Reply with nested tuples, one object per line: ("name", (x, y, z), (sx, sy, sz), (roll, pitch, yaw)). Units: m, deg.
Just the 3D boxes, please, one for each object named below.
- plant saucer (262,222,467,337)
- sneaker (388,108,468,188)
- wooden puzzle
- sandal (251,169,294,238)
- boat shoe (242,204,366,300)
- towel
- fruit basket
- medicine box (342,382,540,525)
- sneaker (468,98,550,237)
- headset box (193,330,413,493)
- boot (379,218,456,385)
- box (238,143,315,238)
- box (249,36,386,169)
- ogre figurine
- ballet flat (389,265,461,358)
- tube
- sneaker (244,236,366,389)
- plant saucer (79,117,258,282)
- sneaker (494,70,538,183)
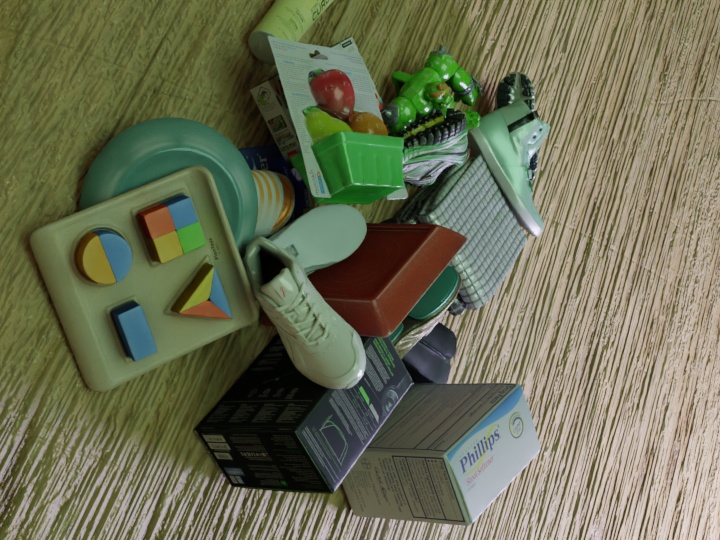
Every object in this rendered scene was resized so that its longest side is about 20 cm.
("plant saucer", (0.000, 0.000, 1.381), (0.200, 0.198, 0.037), (-49, 128, -38))
("sneaker", (0.060, -0.138, 1.511), (0.198, 0.078, 0.086), (-23, 122, -11))
("wooden puzzle", (-0.218, 0.011, 1.184), (0.198, 0.046, 0.187), (-23, 109, -17))
("sandal", (-0.144, -0.074, 1.291), (0.205, 0.059, 0.080), (-7, 92, -43))
("boat shoe", (-0.084, -0.017, 1.364), (0.199, 0.070, 0.071), (-33, 97, -25))
("towel", (0.142, -0.055, 1.623), (0.166, 0.085, 0.200), (58, 38, -17))
("fruit basket", (-0.030, -0.178, 1.373), (0.184, 0.093, 0.202), (-4, 67, -53))
("medicine box", (0.097, 0.232, 1.468), (0.182, 0.199, 0.104), (-34, 111, -44))
("sneaker", (0.250, -0.155, 1.690), (0.118, 0.074, 0.202), (-33, 107, -5))
("headset box", (-0.061, 0.152, 1.322), (0.200, 0.173, 0.093), (-50, 121, -39))
("boot", (0.068, 0.049, 1.548), (0.199, 0.065, 0.166), (37, 73, -33))
("box", (-0.134, -0.086, 1.369), (0.199, 0.032, 0.123), (-15, 98, -47))
("box", (-0.049, -0.216, 1.445), (0.200, 0.034, 0.111), (-39, 107, -50))
("ogre figurine", (0.093, -0.222, 1.591), (0.199, 0.098, 0.120), (-38, 132, -8))
("ballet flat", (0.056, 0.072, 1.473), (0.200, 0.070, 0.066), (-40, 148, -21))
("tube", (-0.076, -0.340, 1.446), (0.058, 0.051, 0.201), (101, 15, -50))
("sneaker", (-0.071, 0.045, 1.228), (0.078, 0.200, 0.099), (-40, 156, -2))
("plant saucer", (-0.200, -0.062, 1.223), (0.198, 0.036, 0.203), (-5, 102, -23))
("sneaker", (0.239, -0.205, 1.759), (0.080, 0.077, 0.203), (-47, 143, -81))
